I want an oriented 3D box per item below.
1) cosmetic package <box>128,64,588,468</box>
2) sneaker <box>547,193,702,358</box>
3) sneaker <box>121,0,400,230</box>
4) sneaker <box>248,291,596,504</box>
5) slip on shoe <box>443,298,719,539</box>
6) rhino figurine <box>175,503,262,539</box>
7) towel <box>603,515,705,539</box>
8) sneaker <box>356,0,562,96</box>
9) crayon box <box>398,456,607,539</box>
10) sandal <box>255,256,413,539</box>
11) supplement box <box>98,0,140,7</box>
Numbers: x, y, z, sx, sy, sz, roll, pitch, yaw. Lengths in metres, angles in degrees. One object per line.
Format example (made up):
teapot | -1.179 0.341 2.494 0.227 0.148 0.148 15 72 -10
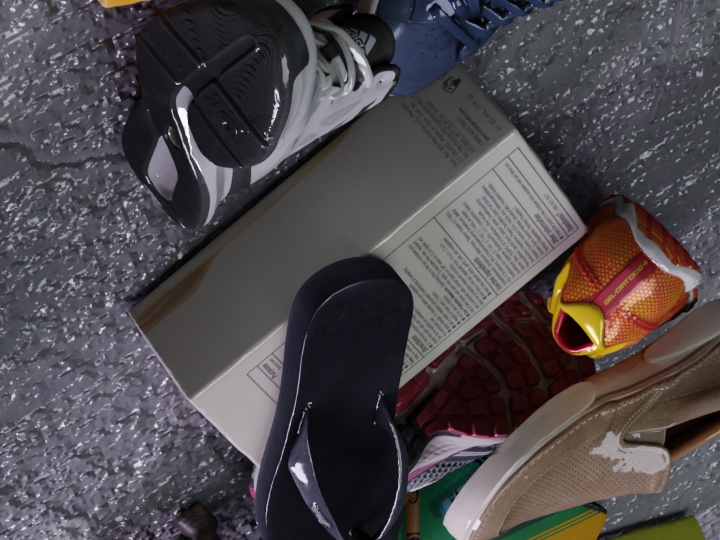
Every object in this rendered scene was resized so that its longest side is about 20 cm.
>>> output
cosmetic package | 0.000 0.000 1.331 0.200 0.071 0.105 -39 142 0
sneaker | 0.125 0.006 1.398 0.077 0.073 0.200 -42 172 4
sneaker | -0.033 -0.094 1.181 0.115 0.076 0.201 -37 177 -21
sneaker | 0.030 0.071 1.435 0.200 0.081 0.075 -22 168 -20
slip on shoe | 0.132 0.088 1.408 0.200 0.061 0.076 -31 160 -28
rhino figurine | -0.073 0.168 1.429 0.200 0.087 0.060 -11 134 -31
towel | 0.132 0.209 1.643 0.200 0.086 0.018 -13 164 -29
sneaker | 0.082 -0.143 1.241 0.200 0.085 0.075 -47 141 12
crayon box | 0.046 0.200 1.526 0.119 0.058 0.200 23 94 -57
sandal | -0.008 0.085 1.309 0.076 0.043 0.200 -18 134 -20
supplement box | -0.048 -0.210 1.078 0.126 0.074 0.200 -13 137 -29
